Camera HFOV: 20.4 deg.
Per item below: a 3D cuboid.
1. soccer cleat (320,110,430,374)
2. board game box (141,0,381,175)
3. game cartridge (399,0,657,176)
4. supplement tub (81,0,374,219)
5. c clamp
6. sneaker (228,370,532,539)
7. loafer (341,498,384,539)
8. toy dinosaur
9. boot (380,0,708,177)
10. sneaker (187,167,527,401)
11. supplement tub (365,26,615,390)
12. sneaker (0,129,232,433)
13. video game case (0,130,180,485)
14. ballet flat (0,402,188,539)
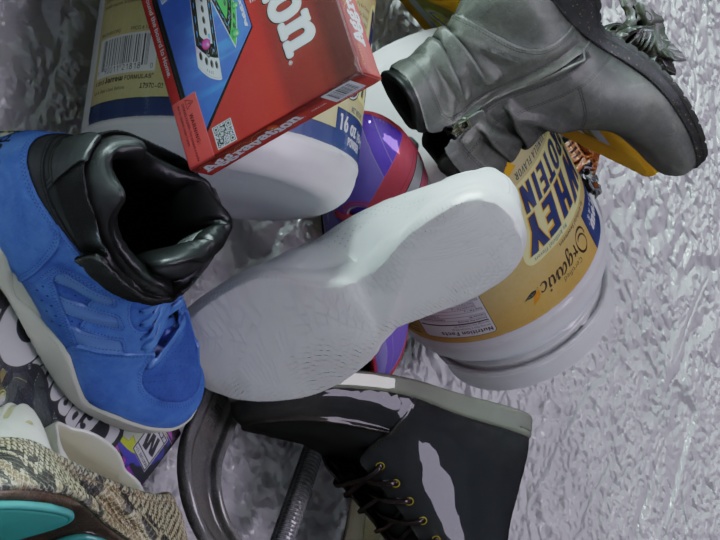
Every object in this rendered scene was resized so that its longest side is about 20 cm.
[{"bbox_3d":[0.000,0.000,1.139,0.200,0.067,0.077,94,16,-44],"label":"soccer cleat"},{"bbox_3d":[-0.063,-0.156,0.934,0.019,0.103,0.200,11,57,-57],"label":"board game box"},{"bbox_3d":[0.091,-0.146,1.261,0.032,0.176,0.200,-54,137,-4],"label":"game cartridge"},{"bbox_3d":[-0.064,-0.138,1.040,0.144,0.144,0.200,20,73,-53],"label":"supplement tub"},{"bbox_3d":[-0.045,0.114,1.147,0.171,0.027,0.200,66,27,-25],"label":"c clamp"},{"bbox_3d":[0.014,0.118,1.121,0.200,0.075,0.106,13,74,-31],"label":"sneaker"},{"bbox_3d":[0.024,0.168,1.208,0.076,0.068,0.200,54,53,-76],"label":"loafer"},{"bbox_3d":[0.149,-0.142,1.417,0.136,0.102,0.200,-34,140,-32],"label":"toy dinosaur"},{"bbox_3d":[0.101,-0.087,1.130,0.131,0.068,0.200,-51,123,-5],"label":"boot"},{"bbox_3d":[-0.004,0.003,1.063,0.089,0.200,0.075,-88,152,-65],"label":"sneaker"},{"bbox_3d":[0.069,-0.035,1.244,0.200,0.144,0.144,59,45,-36],"label":"supplement tub"},{"bbox_3d":[-0.103,0.009,0.959,0.200,0.111,0.077,59,41,-37],"label":"sneaker"},{"bbox_3d":[-0.180,0.063,0.973,0.181,0.036,0.200,-54,131,-42],"label":"video game case"},{"bbox_3d":[-0.148,0.104,0.943,0.200,0.068,0.075,34,40,-56],"label":"ballet flat"}]
